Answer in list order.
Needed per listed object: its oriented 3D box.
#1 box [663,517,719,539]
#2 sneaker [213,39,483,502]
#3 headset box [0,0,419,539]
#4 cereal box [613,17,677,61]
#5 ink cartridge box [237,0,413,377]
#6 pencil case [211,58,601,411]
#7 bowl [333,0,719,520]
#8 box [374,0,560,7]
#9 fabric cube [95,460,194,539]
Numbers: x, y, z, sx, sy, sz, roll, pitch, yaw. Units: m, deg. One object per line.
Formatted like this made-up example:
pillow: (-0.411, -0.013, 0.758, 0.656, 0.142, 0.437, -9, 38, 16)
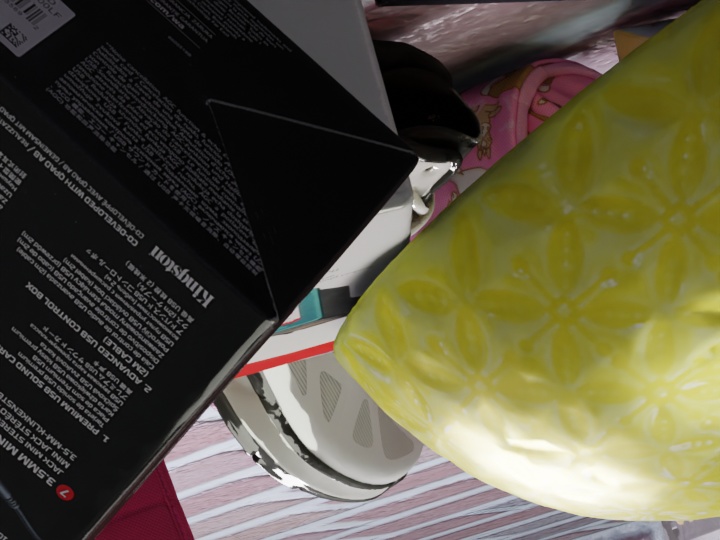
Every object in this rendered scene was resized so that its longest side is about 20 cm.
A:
box: (0.176, 0.030, 1.067, 0.048, 0.159, 0.200, -9, 167, -21)
sneaker: (0.000, 0.000, 0.820, 0.115, 0.076, 0.201, -21, 136, 17)
headset box: (-0.109, 0.006, 0.494, 0.200, 0.149, 0.075, -49, 180, 34)
cereal box: (0.194, -0.074, 0.803, 0.199, 0.040, 0.144, -12, -169, -6)
ink cartridge box: (-0.034, -0.041, 0.618, 0.067, 0.117, 0.200, -15, 170, -2)
pencil case: (0.015, -0.007, 0.917, 0.200, 0.087, 0.083, -21, 162, 40)
bowl: (0.104, 0.003, 0.603, 0.200, 0.108, 0.200, -35, 172, -6)
box: (0.113, -0.120, 0.572, 0.158, 0.049, 0.200, -7, 168, -36)
fabric cube: (-0.189, 0.150, 1.097, 0.199, 0.201, 0.196, -19, 171, -24)
